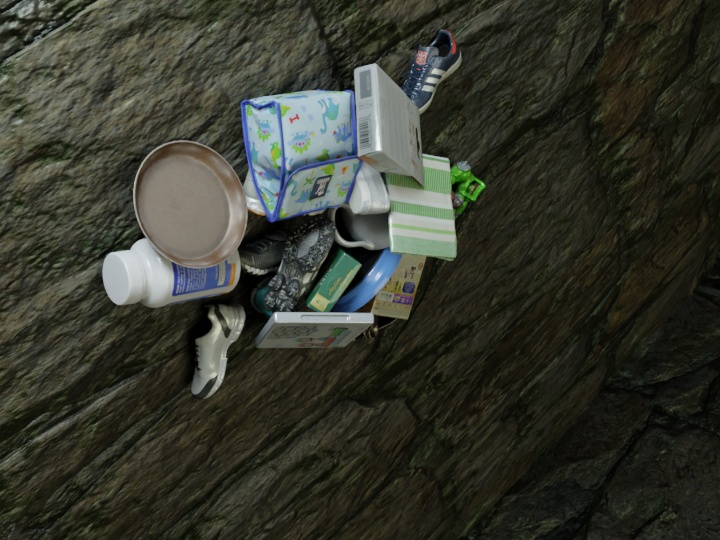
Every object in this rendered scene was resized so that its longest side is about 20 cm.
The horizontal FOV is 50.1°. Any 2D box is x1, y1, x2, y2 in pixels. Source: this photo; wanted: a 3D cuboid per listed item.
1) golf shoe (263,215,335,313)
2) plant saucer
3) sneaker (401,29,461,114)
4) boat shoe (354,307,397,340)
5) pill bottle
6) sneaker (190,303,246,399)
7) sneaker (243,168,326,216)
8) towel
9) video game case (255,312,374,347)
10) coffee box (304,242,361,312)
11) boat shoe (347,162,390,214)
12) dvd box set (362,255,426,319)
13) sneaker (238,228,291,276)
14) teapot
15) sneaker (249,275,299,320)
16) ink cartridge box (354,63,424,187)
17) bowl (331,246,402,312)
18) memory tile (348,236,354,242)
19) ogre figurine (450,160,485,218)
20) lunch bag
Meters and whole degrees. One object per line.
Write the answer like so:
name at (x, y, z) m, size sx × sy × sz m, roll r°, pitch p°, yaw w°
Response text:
golf shoe at (-0.109, -0.010, 1.406) m, size 0.200 × 0.078 × 0.094 m, roll -58°, pitch 172°, yaw -1°
plant saucer at (-0.266, -0.100, 1.195) m, size 0.200 × 0.032 × 0.200 m, roll 10°, pitch 76°, yaw -43°
sneaker at (0.116, -0.376, 1.462) m, size 0.200 × 0.075 × 0.085 m, roll -55°, pitch 148°, yaw -18°
boat shoe at (0.011, 0.116, 1.742) m, size 0.200 × 0.073 × 0.075 m, roll -32°, pitch 139°, yaw -30°
pill bottle at (-0.303, -0.002, 1.238) m, size 0.200 × 0.112 × 0.112 m, roll -11°, pitch 126°, yaw -45°
sneaker at (-0.285, 0.147, 1.434) m, size 0.080 × 0.074 × 0.200 m, roll 11°, pitch 106°, yaw -38°
sneaker at (-0.123, -0.149, 1.367) m, size 0.200 × 0.076 × 0.092 m, roll -8°, pitch 119°, yaw -48°
towel at (0.109, -0.121, 1.407) m, size 0.152 × 0.023 × 0.200 m, roll 6°, pitch 73°, yaw -33°
video game case at (-0.090, 0.114, 1.440) m, size 0.182 × 0.024 × 0.200 m, roll 1°, pitch 162°, yaw -17°
coffee box at (-0.062, 0.013, 1.482) m, size 0.044 × 0.200 × 0.123 m, roll 35°, pitch 90°, yaw -13°
boat shoe at (0.008, -0.173, 1.389) m, size 0.068 × 0.200 × 0.072 m, roll 5°, pitch 126°, yaw -22°
dvd box set at (0.083, 0.005, 1.701) m, size 0.146 × 0.029 × 0.200 m, roll 11°, pitch 96°, yaw -52°
sneaker at (-0.167, -0.039, 1.414) m, size 0.200 × 0.066 × 0.091 m, roll 7°, pitch 110°, yaw -56°
teapot at (0.030, -0.144, 1.482) m, size 0.197 × 0.200 × 0.146 m, roll -38°, pitch 114°, yaw 12°
sneaker at (-0.150, 0.079, 1.516) m, size 0.078 × 0.080 × 0.200 m, roll -47°, pitch 144°, yaw -12°
ink cartridge box at (0.052, -0.245, 1.344) m, size 0.200 × 0.050 × 0.162 m, roll 28°, pitch 57°, yaw -63°
bowl at (0.000, 0.000, 1.536) m, size 0.039 × 0.201 × 0.201 m, roll 42°, pitch 83°, yaw -20°
memory tile at (0.047, -0.048, 1.698) m, size 0.153 × 0.017 × 0.200 m, roll -40°, pitch 142°, yaw -21°
ogre figurine at (0.209, -0.173, 1.720) m, size 0.120 × 0.098 × 0.200 m, roll -43°, pitch 134°, yaw 2°
lunch bag at (-0.093, -0.192, 1.282) m, size 0.170 × 0.127 × 0.200 m, roll -18°, pitch 114°, yaw -39°
